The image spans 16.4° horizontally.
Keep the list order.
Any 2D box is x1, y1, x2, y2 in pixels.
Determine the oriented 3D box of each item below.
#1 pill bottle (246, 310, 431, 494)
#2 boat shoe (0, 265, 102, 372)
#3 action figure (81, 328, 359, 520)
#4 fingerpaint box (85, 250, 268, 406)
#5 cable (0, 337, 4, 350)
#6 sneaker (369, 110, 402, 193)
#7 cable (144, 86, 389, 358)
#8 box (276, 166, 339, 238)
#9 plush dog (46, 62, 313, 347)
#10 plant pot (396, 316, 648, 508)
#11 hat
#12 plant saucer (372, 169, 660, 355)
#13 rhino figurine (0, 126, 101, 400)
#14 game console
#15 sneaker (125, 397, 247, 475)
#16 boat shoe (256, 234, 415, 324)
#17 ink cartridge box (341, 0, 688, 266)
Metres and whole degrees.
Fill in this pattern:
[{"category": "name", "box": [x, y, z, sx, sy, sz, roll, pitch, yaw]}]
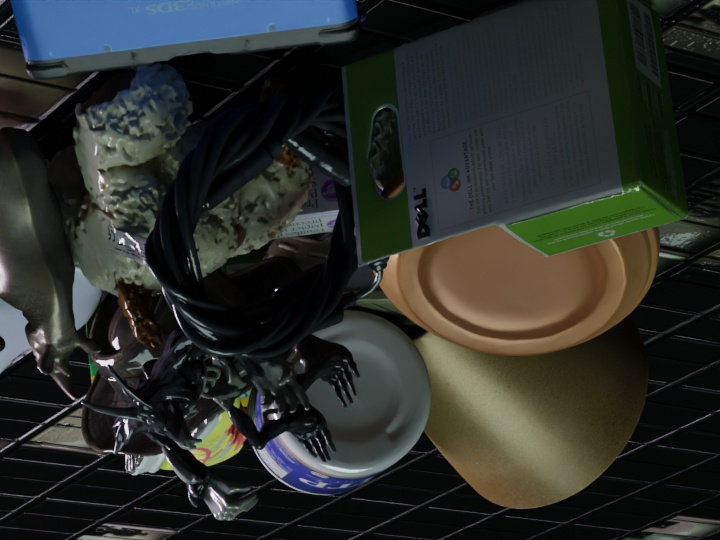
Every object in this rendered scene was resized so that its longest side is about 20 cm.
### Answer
[{"category": "pill bottle", "box": [-0.022, 0.104, 1.864, 0.119, 0.121, 0.200, -2, 169, -10]}, {"category": "boat shoe", "box": [-0.253, 0.016, 1.851, 0.074, 0.087, 0.202, 27, 138, -25]}, {"category": "action figure", "box": [-0.083, 0.092, 1.651, 0.199, 0.102, 0.119, -4, 132, -47]}, {"category": "fingerpaint box", "box": [-0.116, 0.051, 1.975, 0.198, 0.074, 0.167, -3, 158, -6]}, {"category": "cable", "box": [-0.339, 0.030, 1.653, 0.198, 0.051, 0.163, -1, 168, 14]}, {"category": "sneaker", "box": [0.044, -0.053, 1.766, 0.099, 0.070, 0.199, -6, 158, 44]}, {"category": "cable", "box": [-0.056, -0.031, 1.598, 0.051, 0.164, 0.199, 16, -157, 42]}, {"category": "box", "box": [-0.101, -0.042, 1.793, 0.198, 0.042, 0.039, -6, 159, 4]}, {"category": "plush dog", "box": [-0.107, -0.048, 1.669, 0.171, 0.161, 0.200, -21, 167, -29]}, {"category": "plant pot", "box": [0.096, 0.059, 1.947, 0.185, 0.187, 0.200, -19, 141, 30]}, {"category": "hat", "box": [-0.137, 0.038, 1.796, 0.200, 0.201, 0.081, -19, 122, 30]}, {"category": "plant saucer", "box": [0.103, -0.008, 1.688, 0.198, 0.038, 0.201, 3, 136, 3]}, {"category": "rhino figurine", "box": [-0.221, -0.006, 1.650, 0.060, 0.201, 0.087, -23, -166, -27]}, {"category": "game console", "box": [-0.102, -0.180, 1.477, 0.198, 0.119, 0.172, -7, 127, 3]}, {"category": "sneaker", "box": [-0.120, 0.110, 1.930, 0.090, 0.079, 0.200, 2, 167, -20]}, {"category": "boat shoe", "box": [0.000, 0.000, 1.824, 0.199, 0.069, 0.075, 0, 163, 38]}, {"category": "ink cartridge box", "box": [0.094, -0.085, 1.589, 0.199, 0.149, 0.076, -16, 157, 27]}]
